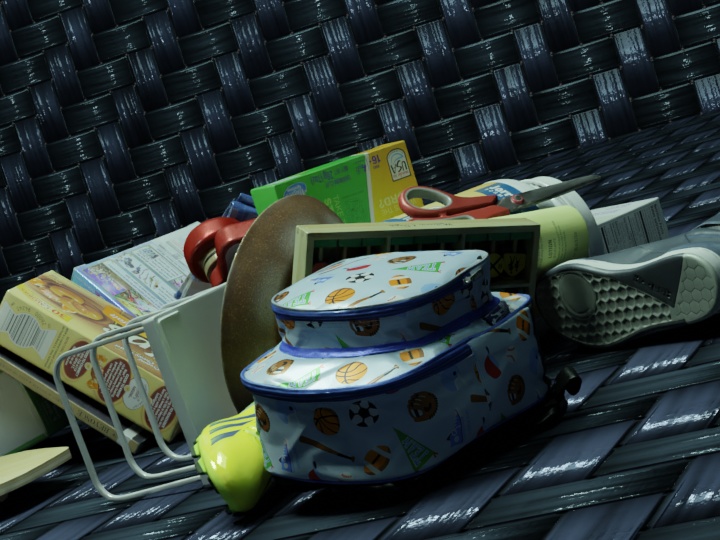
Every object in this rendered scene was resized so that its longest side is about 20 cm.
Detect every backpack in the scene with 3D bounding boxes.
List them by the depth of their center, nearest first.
[{"bbox_3d":[0.017,0.072,1.296,0.200,0.154,0.190,-9,20,38],"label":"backpack"}]

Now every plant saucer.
[{"bbox_3d":[-0.041,0.040,1.517,0.037,0.201,0.200,4,17,31],"label":"plant saucer"}]

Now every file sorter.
[{"bbox_3d":[-0.134,0.091,1.559,0.124,0.139,0.200,-17,5,33],"label":"file sorter"}]

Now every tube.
[{"bbox_3d":[0.094,-0.010,1.527,0.200,0.058,0.052,-11,-23,-31],"label":"tube"}]

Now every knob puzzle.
[{"bbox_3d":[-0.348,0.201,1.661,0.219,0.030,0.220,-18,5,2],"label":"knob puzzle"}]

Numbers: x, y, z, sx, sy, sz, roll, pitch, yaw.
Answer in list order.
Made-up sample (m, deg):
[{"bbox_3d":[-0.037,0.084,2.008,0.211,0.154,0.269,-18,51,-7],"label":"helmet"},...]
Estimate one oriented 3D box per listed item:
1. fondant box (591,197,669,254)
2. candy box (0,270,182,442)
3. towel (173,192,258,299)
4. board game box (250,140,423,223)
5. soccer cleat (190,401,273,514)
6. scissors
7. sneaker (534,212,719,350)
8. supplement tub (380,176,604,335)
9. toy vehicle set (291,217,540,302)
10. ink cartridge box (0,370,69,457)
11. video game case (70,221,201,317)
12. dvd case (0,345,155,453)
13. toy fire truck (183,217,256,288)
[{"bbox_3d":[0.199,-0.013,1.933,0.200,0.058,0.144,-21,7,-39],"label":"fondant box"},{"bbox_3d":[-0.236,0.078,1.769,0.055,0.200,0.115,-62,-6,15],"label":"candy box"},{"bbox_3d":[-0.088,0.005,1.833,0.147,0.024,0.200,20,-36,-12],"label":"towel"},{"bbox_3d":[0.000,0.000,1.692,0.153,0.200,0.040,-22,8,-34],"label":"board game box"},{"bbox_3d":[-0.065,0.123,1.377,0.084,0.065,0.200,-29,1,12],"label":"soccer cleat"},{"bbox_3d":[0.124,-0.050,1.589,0.200,0.014,0.073,-4,41,-20],"label":"scissors"},{"bbox_3d":[0.251,0.002,1.526,0.146,0.077,0.202,-26,12,-40],"label":"sneaker"},{"bbox_3d":[0.099,0.004,1.641,0.200,0.145,0.145,-21,7,-32],"label":"supplement tub"},{"bbox_3d":[0.042,0.024,1.474,0.200,0.124,0.027,-3,15,-23],"label":"toy vehicle set"},{"bbox_3d":[-0.337,0.132,1.880,0.146,0.084,0.200,-29,1,22],"label":"ink cartridge box"},{"bbox_3d":[-0.170,0.043,1.953,0.200,0.045,0.181,38,38,26],"label":"video game case"},{"bbox_3d":[-0.266,0.098,1.792,0.016,0.200,0.149,-62,-9,17],"label":"dvd case"},{"bbox_3d":[-0.067,0.025,1.757,0.168,0.200,0.112,-15,44,-13],"label":"toy fire truck"}]
